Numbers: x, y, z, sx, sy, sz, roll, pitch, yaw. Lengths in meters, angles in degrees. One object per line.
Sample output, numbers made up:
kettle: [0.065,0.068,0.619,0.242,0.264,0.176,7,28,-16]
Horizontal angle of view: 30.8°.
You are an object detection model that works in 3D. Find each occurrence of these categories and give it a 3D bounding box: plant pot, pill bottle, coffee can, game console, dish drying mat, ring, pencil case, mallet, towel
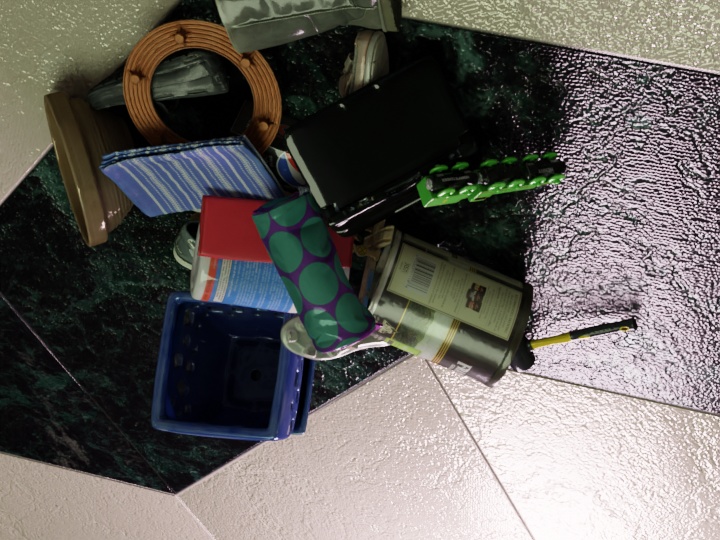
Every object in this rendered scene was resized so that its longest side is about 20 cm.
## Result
plant pot: [-0.169,0.142,1.889,0.197,0.203,0.180,4,173,17]
pill bottle: [-0.118,-0.004,1.715,0.197,0.113,0.113,9,142,-12]
coffee can: [0.110,0.049,1.729,0.198,0.147,0.147,22,141,-3]
game console: [0.030,-0.141,1.550,0.198,0.117,0.176,-27,171,5]
plant pot: [-0.340,-0.141,1.700,0.092,0.202,0.202,-18,141,-15]
dish drying mat: [-0.105,-0.048,1.651,0.197,0.078,0.018,5,-173,-14]
ring: [-0.191,-0.204,1.568,0.198,0.019,0.202,6,125,8]
pencil case: [-0.054,-0.001,1.602,0.085,0.092,0.202,-19,96,59]
mallet: [0.278,0.085,1.794,0.198,0.041,0.066,-21,124,32]
towel: [-0.206,-0.111,1.617,0.197,0.024,0.145,-5,152,18]

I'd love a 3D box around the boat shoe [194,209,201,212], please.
boat shoe: [-0.209,-0.119,1.715,0.197,0.074,0.066,7,120,20]

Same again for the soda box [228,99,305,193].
soda box: [-0.070,-0.138,1.646,0.198,0.071,0.064,21,135,-2]

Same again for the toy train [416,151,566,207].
toy train: [0.155,-0.106,1.538,0.198,0.042,0.056,-9,162,-29]

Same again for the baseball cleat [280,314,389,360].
baseball cleat: [-0.024,0.079,1.819,0.197,0.106,0.071,-1,103,-19]

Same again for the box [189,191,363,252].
box: [-0.118,-0.053,1.800,0.199,0.021,0.163,-24,123,40]

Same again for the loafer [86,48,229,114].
loafer: [-0.252,-0.224,1.618,0.198,0.068,0.071,-11,114,27]

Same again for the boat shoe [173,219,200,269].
boat shoe: [-0.158,-0.014,1.785,0.198,0.073,0.062,20,139,-1]

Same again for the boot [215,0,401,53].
boot: [-0.063,-0.317,1.426,0.197,0.073,0.183,2,138,13]

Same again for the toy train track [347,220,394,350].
toy train track: [0.000,0.000,1.679,0.032,0.203,0.115,15,167,-15]

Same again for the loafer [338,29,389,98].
loafer: [-0.003,-0.203,1.551,0.062,0.072,0.201,16,144,15]
